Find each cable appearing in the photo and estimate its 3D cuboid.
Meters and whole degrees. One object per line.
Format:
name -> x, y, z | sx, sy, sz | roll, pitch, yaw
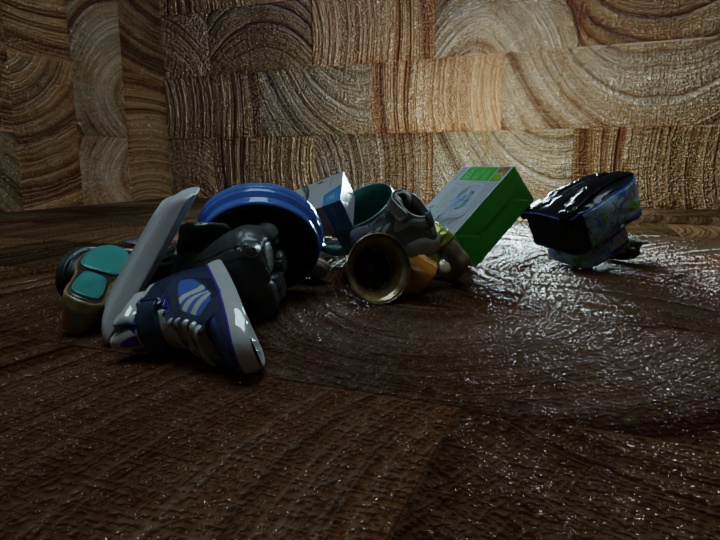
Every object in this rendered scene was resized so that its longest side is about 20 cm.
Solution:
cable -> 0.524, -0.057, 1.260 | 0.096, 0.052, 0.198 | -15, 18, -39

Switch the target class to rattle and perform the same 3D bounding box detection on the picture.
rattle -> 0.099, 0.003, 1.030 | 0.128, 0.146, 0.199 | 29, -16, -17

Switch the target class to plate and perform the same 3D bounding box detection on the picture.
plate -> -0.276, -0.023, 0.758 | 0.032, 0.203, 0.200 | 29, 3, -15

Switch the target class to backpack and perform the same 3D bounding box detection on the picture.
backpack -> 0.463, -0.107, 1.179 | 0.197, 0.149, 0.183 | -31, 19, -12

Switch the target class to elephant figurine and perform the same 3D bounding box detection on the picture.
elephant figurine -> -0.209, 0.004, 0.800 | 0.194, 0.158, 0.143 | -3, 32, 8

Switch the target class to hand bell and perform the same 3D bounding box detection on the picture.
hand bell -> 0.000, 0.000, 0.953 | 0.101, 0.107, 0.200 | -4, -1, -17

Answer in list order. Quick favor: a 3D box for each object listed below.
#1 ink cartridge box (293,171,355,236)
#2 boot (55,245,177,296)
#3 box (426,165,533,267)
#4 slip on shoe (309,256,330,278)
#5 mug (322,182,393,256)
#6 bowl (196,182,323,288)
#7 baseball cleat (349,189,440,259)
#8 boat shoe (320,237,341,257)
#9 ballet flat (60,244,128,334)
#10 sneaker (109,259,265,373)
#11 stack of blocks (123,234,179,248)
ink cartridge box -> -0.113, -0.115, 1.186 | 0.196, 0.067, 0.117 | -19, 35, 15
boot -> -0.358, -0.001, 0.929 | 0.154, 0.082, 0.211 | 3, 11, 17
box -> 0.230, -0.118, 1.220 | 0.200, 0.097, 0.176 | -46, 26, -12
slip on shoe -> -0.113, -0.030, 1.072 | 0.073, 0.062, 0.199 | 29, -7, -30
mug -> 0.010, -0.091, 1.230 | 0.182, 0.116, 0.153 | -4, 41, 38
bowl -> -0.153, -0.041, 0.884 | 0.195, 0.203, 0.040 | -2, 46, -7
baseball cleat -> 0.050, -0.079, 0.932 | 0.069, 0.109, 0.197 | -28, 25, -37
boat shoe -> -0.119, -0.064, 1.286 | 0.194, 0.068, 0.070 | -2, 11, -6
ballet flat -> -0.368, 0.022, 0.794 | 0.067, 0.064, 0.201 | 21, 16, -14
sneaker -> -0.192, 0.070, 0.620 | 0.144, 0.082, 0.200 | -25, 34, -12
stack of blocks -> -0.355, -0.035, 1.161 | 0.113, 0.060, 0.197 | 10, 15, 42
